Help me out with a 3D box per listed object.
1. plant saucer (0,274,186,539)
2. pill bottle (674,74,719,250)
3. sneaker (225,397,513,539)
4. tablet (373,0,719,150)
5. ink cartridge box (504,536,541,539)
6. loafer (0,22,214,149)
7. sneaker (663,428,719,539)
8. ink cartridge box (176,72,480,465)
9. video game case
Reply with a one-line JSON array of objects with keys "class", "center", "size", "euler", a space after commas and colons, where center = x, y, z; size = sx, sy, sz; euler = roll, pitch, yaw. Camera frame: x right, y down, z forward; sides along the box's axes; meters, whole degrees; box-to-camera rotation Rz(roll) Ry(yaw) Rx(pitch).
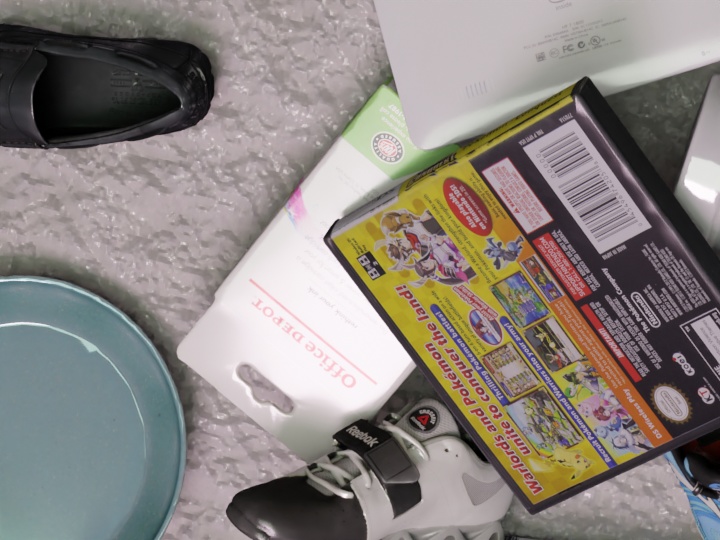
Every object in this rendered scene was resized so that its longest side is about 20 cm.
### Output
[{"class": "plant saucer", "center": [-0.199, 0.104, 1.571], "size": [0.198, 0.036, 0.202], "euler": [0, 84, 1]}, {"class": "pill bottle", "center": [0.267, -0.030, 1.429], "size": [0.199, 0.116, 0.117], "euler": [18, 107, 6]}, {"class": "sneaker", "center": [0.011, 0.110, 1.492], "size": [0.074, 0.199, 0.089], "euler": [35, 116, 39]}, {"class": "tablet", "center": [0.108, -0.151, 1.448], "size": [0.199, 0.014, 0.131], "euler": [-17, 72, 7]}, {"class": "ink cartridge box", "center": [0.091, 0.235, 1.552], "size": [0.198, 0.084, 0.145], "euler": [5, 106, 9]}, {"class": "loafer", "center": [-0.183, -0.103, 1.521], "size": [0.199, 0.070, 0.069], "euler": [0, 104, 10]}, {"class": "sneaker", "center": [0.206, 0.118, 1.498], "size": [0.078, 0.090, 0.201], "euler": [-32, 99, 16]}, {"class": "ink cartridge box", "center": [0.000, 0.000, 1.517], "size": [0.117, 0.067, 0.200], "euler": [39, 106, -3]}, {"class": "video game case", "center": [0.105, 0.018, 1.431], "size": [0.180, 0.026, 0.200], "euler": [-29, 106, 33]}]
